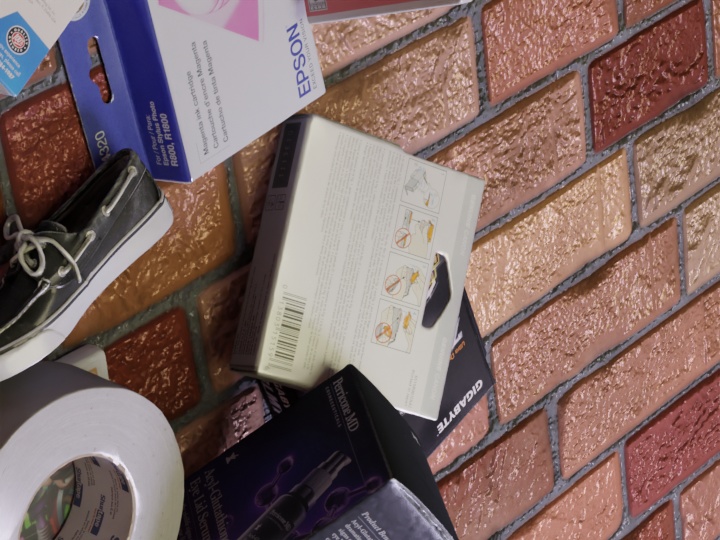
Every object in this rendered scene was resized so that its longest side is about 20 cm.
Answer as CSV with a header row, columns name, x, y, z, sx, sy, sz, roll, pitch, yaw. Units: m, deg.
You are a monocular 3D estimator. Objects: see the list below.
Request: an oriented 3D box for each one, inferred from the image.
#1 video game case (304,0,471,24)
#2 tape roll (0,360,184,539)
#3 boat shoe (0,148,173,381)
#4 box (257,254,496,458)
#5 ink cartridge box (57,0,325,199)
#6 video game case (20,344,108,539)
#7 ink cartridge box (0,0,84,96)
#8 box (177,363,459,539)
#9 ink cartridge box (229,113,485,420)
name,x,y,z,sx,sy,sz,roll,pitch,yaw
video game case,0.004,-0.279,1.511,0.017,0.142,0.202,-19,103,-49
tape roll,-0.214,0.167,1.491,0.199,0.066,0.202,-20,117,-44
boat shoe,-0.208,-0.006,1.463,0.199,0.073,0.068,-43,124,-25
box,0.014,0.079,1.762,0.200,0.049,0.200,-44,131,-28
ink cartridge box,-0.119,-0.170,1.527,0.200,0.043,0.198,-38,130,-35
video game case,-0.246,0.172,1.523,0.199,0.023,0.183,-29,123,-39
ink cartridge box,-0.215,-0.226,1.371,0.201,0.067,0.116,-58,135,-20
box,-0.042,0.192,1.591,0.199,0.148,0.104,-36,123,8
ink cartridge box,0.000,0.000,1.662,0.173,0.043,0.202,18,80,-35
